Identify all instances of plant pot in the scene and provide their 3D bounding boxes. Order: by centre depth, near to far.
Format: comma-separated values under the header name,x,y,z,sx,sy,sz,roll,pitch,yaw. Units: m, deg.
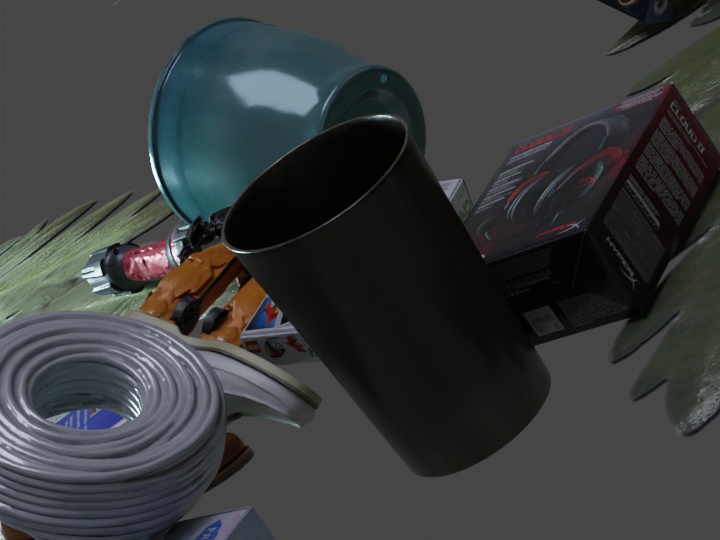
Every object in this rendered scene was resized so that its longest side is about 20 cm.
name,x,y,z,sx,sy,sz,roll,pitch,yaw
plant pot,-0.052,-0.118,1.808,0.188,0.201,0.200,11,48,45

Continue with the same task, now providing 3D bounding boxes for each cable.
name,x,y,z,sx,sy,sz,roll,pitch,yaw
cable,-0.192,0.105,1.418,0.199,0.069,0.200,21,37,16

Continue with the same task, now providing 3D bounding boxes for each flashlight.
name,x,y,z,sx,sy,sz,roll,pitch,yaw
flashlight,-0.195,-0.013,1.972,0.200,0.068,0.068,-13,32,46

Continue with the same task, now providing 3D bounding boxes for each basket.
name,x,y,z,sx,sy,sz,roll,pitch,yaw
basket,0.023,0.021,1.310,0.136,0.200,0.180,-37,20,-7

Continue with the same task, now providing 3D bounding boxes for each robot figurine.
name,x,y,z,sx,sy,sz,roll,pitch,yaw
robot figurine,-0.102,0.018,1.691,0.144,0.058,0.200,20,42,21

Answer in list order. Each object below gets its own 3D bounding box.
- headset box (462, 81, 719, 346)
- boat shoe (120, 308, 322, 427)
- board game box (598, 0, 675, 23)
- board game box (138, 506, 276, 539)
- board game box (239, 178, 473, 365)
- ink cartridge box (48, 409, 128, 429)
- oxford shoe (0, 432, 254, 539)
name,x,y,z,sx,sy,sz,roll,pitch,yaw
headset box,0.152,-0.040,1.423,0.148,0.075,0.200,-19,25,41
boat shoe,-0.116,0.090,1.543,0.199,0.075,0.069,16,70,38
board game box,0.203,-0.312,1.784,0.034,0.136,0.200,-12,32,-37
board game box,-0.175,0.249,1.355,0.199,0.041,0.200,-17,26,44
board game box,0.000,0.000,1.613,0.126,0.035,0.200,-7,31,29
ink cartridge box,-0.233,0.131,1.736,0.200,0.047,0.198,-36,20,6
oxford shoe,-0.168,0.147,1.474,0.199,0.072,0.071,-18,0,-29
